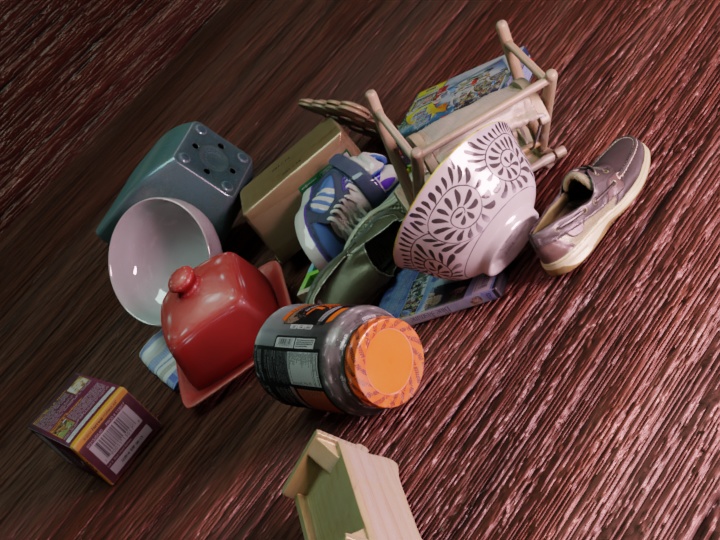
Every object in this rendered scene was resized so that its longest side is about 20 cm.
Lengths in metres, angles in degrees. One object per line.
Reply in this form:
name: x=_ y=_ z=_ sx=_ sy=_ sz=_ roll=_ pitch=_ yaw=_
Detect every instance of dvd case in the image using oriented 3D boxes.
dvd case: x=0.107 y=0.004 z=1.397 sx=0.199 sy=0.018 sz=0.143 roll=-21 pitch=31 yaw=40

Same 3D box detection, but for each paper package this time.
paper package: x=-0.082 y=-0.127 z=1.765 sx=0.199 sy=0.104 sz=0.191 roll=-39 pitch=17 yaw=4

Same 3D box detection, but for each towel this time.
towel: x=-0.266 y=0.105 z=1.766 sx=0.147 sy=0.024 sz=0.200 roll=-46 pitch=25 yaw=-10

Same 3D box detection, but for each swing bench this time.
swing bench: x=0.136 y=-0.158 z=1.403 sx=0.198 sy=0.201 sz=0.130 roll=-30 pitch=52 yaw=-6

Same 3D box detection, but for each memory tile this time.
memory tile: x=-0.002 y=-0.238 z=1.813 sx=0.199 sy=0.152 sz=0.017 roll=19 pitch=89 yaw=61

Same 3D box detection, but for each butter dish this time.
butter dish: x=-0.209 y=0.052 z=1.597 sx=0.199 sy=0.148 sz=0.200 roll=-35 pitch=33 yaw=9

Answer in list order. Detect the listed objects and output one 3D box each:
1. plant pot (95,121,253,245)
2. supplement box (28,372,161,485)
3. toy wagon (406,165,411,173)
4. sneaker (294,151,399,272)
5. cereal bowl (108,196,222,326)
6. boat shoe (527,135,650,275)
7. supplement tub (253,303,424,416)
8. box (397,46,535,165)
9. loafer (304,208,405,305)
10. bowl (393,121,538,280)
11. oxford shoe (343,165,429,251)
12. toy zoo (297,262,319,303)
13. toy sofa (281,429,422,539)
plant pot: x=-0.284 y=-0.124 z=1.895 sx=0.200 sy=0.195 sz=0.197 roll=-48 pitch=15 yaw=40
supplement box: x=-0.387 y=0.225 z=1.663 sx=0.111 sy=0.086 sz=0.199 roll=-51 pitch=26 yaw=-21
toy wagon: x=0.136 y=-0.200 z=1.670 sx=0.199 sy=0.040 sz=0.156 roll=-37 pitch=24 yaw=8
sneaker: x=-0.009 y=-0.092 z=1.572 sx=0.146 sy=0.081 sz=0.201 roll=-32 pitch=28 yaw=18
cereal bowl: x=-0.291 y=-0.014 z=1.787 sx=0.199 sy=0.202 sz=0.083 roll=-27 pitch=-12 yaw=27
boat shoe: x=0.255 y=-0.085 z=1.272 sx=0.073 sy=0.065 sz=0.201 roll=-2 pitch=45 yaw=53
supplement tub: x=-0.025 y=0.100 z=1.303 sx=0.199 sy=0.123 sz=0.123 roll=-1 pitch=45 yaw=54
box: x=0.142 y=-0.229 z=1.615 sx=0.199 sy=0.038 sz=0.137 roll=-18 pitch=33 yaw=41
loafer: x=0.000 y=0.000 z=1.463 sx=0.201 sy=0.075 sz=0.070 roll=-55 pitch=10 yaw=-12
bowl: x=0.135 y=-0.056 z=1.279 sx=0.200 sy=0.094 sz=0.201 roll=-42 pitch=-21 yaw=-20
oxford shoe: x=0.051 y=-0.069 z=1.547 sx=0.200 sy=0.075 sz=0.058 roll=-49 pitch=7 yaw=-15
toy zoo: x=-0.008 y=-0.044 z=1.640 sx=0.130 sy=0.020 sz=0.201 roll=-21 pitch=31 yaw=38
toy sofa: x=-0.006 y=0.247 z=1.101 sx=0.083 sy=0.097 sz=0.200 roll=-61 pitch=21 yaw=15
